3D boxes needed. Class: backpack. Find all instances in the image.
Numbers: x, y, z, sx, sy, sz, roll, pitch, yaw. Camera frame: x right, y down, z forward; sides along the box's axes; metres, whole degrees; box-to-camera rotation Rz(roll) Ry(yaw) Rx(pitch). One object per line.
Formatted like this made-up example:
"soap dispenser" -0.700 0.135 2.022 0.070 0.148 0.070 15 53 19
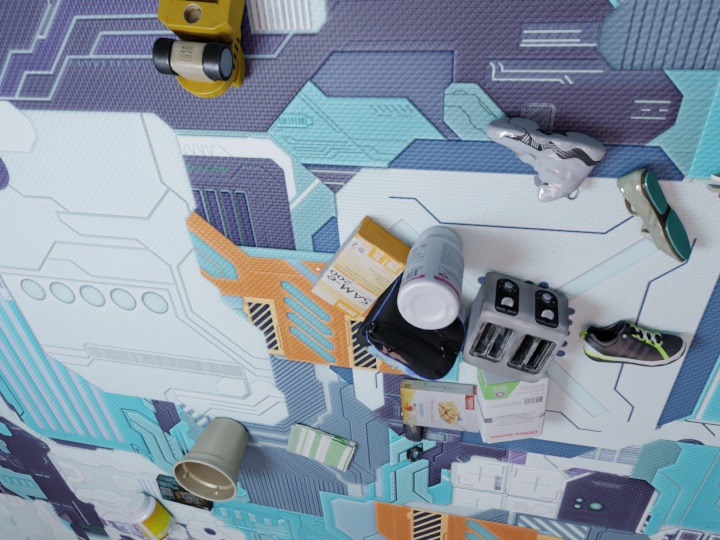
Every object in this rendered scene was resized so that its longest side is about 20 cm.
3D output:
"backpack" 0.110 0.130 1.142 0.199 0.184 0.147 35 163 -6

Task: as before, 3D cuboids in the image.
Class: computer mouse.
"computer mouse" 0.145 0.481 1.489 0.058 0.034 0.201 4 130 10

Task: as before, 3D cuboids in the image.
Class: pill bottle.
"pill bottle" 0.141 0.007 1.028 0.112 0.201 0.114 8 128 10
"pill bottle" -0.815 0.954 2.072 0.109 0.110 0.201 -10 123 22

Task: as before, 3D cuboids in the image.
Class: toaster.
"toaster" 0.313 0.125 1.122 0.180 0.119 0.201 18 129 3

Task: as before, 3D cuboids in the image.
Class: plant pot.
"plant pot" -0.431 0.555 1.615 0.199 0.184 0.202 8 128 10

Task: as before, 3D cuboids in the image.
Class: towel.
"towel" -0.122 0.534 1.615 0.199 0.023 0.153 18 130 2

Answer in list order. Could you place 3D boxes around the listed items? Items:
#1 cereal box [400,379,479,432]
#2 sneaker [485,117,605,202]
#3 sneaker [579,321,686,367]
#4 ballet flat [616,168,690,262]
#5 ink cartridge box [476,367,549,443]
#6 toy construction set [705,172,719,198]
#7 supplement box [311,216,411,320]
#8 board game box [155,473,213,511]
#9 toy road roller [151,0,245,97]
"cereal box" 0.205 0.346 1.369 0.198 0.040 0.145 3 127 14
"sneaker" 0.302 -0.186 0.917 0.198 0.075 0.116 14 126 1
"sneaker" 0.557 0.145 1.098 0.199 0.072 0.083 -6 123 20
"ballet flat" 0.516 -0.096 0.946 0.200 0.067 0.062 53 150 -19
"ink cartridge box" 0.348 0.298 1.243 0.144 0.084 0.201 -7 125 1
"toy construction set" 0.636 -0.181 0.816 0.130 0.093 0.201 -2 138 -13
"supplement box" 0.000 0.000 1.144 0.126 0.074 0.200 33 128 -9
"board game box" -0.647 0.820 1.975 0.198 0.028 0.136 10 128 9
"toy road roller" -0.256 -0.397 0.909 0.122 0.146 0.202 9 91 9
